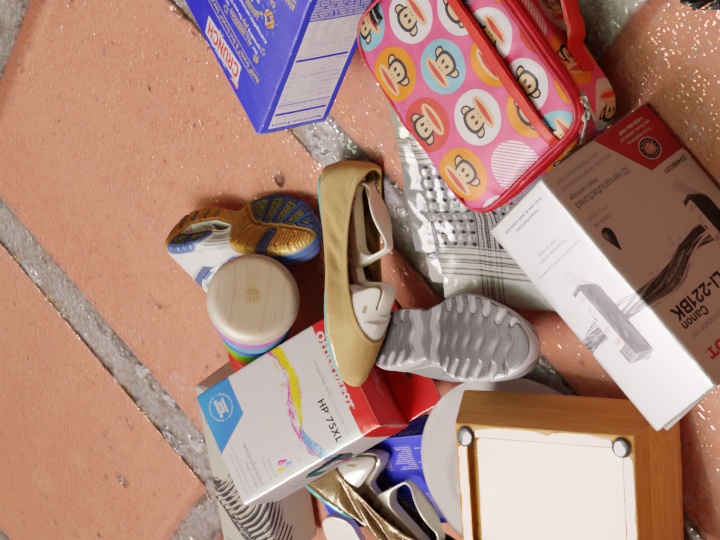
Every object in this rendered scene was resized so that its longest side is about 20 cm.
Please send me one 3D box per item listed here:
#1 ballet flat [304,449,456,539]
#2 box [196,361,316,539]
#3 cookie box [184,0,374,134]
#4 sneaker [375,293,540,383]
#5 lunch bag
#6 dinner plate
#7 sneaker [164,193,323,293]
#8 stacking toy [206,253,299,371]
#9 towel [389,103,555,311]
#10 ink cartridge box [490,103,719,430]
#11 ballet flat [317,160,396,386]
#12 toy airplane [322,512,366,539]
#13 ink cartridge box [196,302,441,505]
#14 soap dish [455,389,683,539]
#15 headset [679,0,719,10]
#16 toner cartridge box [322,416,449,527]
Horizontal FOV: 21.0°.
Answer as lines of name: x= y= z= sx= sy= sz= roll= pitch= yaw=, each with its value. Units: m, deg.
ballet flat: x=0.021 y=0.215 z=1.826 sx=0.200 sy=0.068 sz=0.073 roll=43 pitch=119 yaw=18
box: x=-0.105 y=0.195 z=1.988 sx=0.082 sy=0.068 sz=0.201 roll=16 pitch=127 yaw=38
cookie box: x=-0.064 y=-0.244 z=1.608 sx=0.172 sy=0.075 sz=0.200 roll=61 pitch=146 yaw=28
sneaker: x=0.097 y=0.061 z=1.694 sx=0.199 sy=0.082 sz=0.075 roll=4 pitch=83 yaw=56
lunch bag: x=0.105 y=-0.164 z=1.512 sx=0.176 sy=0.082 sz=0.201 roll=-43 pitch=76 yaw=40
dinner plate: x=0.140 y=0.188 z=1.741 sx=0.199 sy=0.024 sz=0.202 roll=13 pitch=119 yaw=26
sneaker: x=-0.096 y=-0.017 z=1.857 sx=0.199 sy=0.075 sz=0.088 roll=0 pitch=134 yaw=48
stacking toy: x=-0.101 y=0.053 z=1.845 sx=0.085 sy=0.085 sz=0.200 roll=46 pitch=166 yaw=11
towel: x=0.110 y=-0.057 z=1.629 sx=0.199 sy=0.034 sz=0.194 roll=9 pitch=123 yaw=43
ink cartridge box: x=0.220 y=-0.003 z=1.465 sx=0.200 sy=0.144 sz=0.084 roll=51 pitch=141 yaw=6
ballet flat: x=0.000 y=0.000 z=1.716 sx=0.063 sy=0.068 sz=0.202 roll=-10 pitch=85 yaw=34
toy airplane: x=0.018 y=0.359 z=1.929 sx=0.200 sy=0.141 sz=0.200 roll=39 pitch=138 yaw=20
ink cartridge box: x=-0.038 y=0.119 z=1.791 sx=0.199 sy=0.067 sz=0.117 roll=-32 pitch=74 yaw=20
soap dish: x=0.172 y=0.187 z=1.644 sx=0.199 sy=0.081 sz=0.159 roll=2 pitch=101 yaw=30
headset: x=0.198 y=-0.270 z=1.379 sx=0.201 sy=0.093 sz=0.124 roll=63 pitch=148 yaw=16
toner cartridge box: x=0.031 y=0.195 z=1.879 sx=0.199 sy=0.043 sz=0.095 roll=-11 pitch=109 yaw=49
